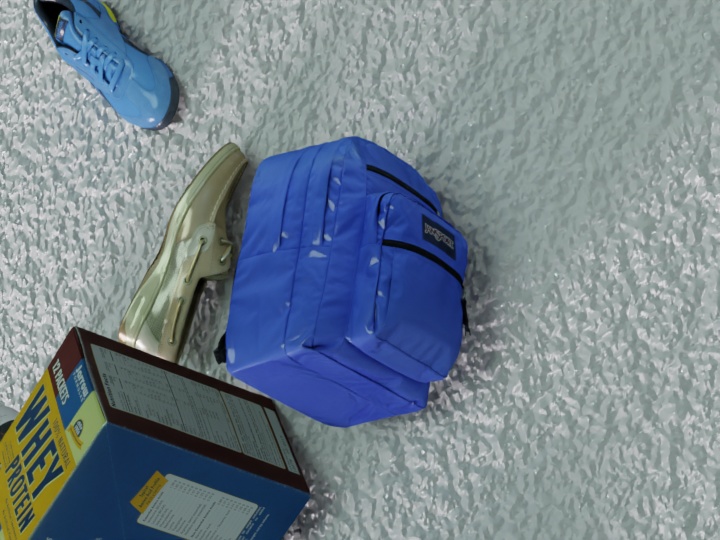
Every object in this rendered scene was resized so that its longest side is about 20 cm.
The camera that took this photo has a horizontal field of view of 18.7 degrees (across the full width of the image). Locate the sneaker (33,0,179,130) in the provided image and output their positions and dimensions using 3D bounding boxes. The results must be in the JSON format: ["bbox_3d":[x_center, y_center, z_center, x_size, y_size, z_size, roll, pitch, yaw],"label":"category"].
[{"bbox_3d":[-0.242,-0.197,2.036,0.066,0.078,0.200,-56,51,17],"label":"sneaker"}]

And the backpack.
[{"bbox_3d":[0.000,0.000,1.712,0.167,0.162,0.202,-14,59,31],"label":"backpack"}]

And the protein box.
[{"bbox_3d":[-0.186,0.188,1.793,0.199,0.199,0.135,-55,32,19],"label":"protein box"}]

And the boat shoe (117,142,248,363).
[{"bbox_3d":[-0.141,-0.014,1.914,0.065,0.072,0.201,27,89,7],"label":"boat shoe"}]

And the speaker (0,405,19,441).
[{"bbox_3d":[-0.281,0.192,1.987,0.199,0.081,0.082,24,97,44],"label":"speaker"}]
